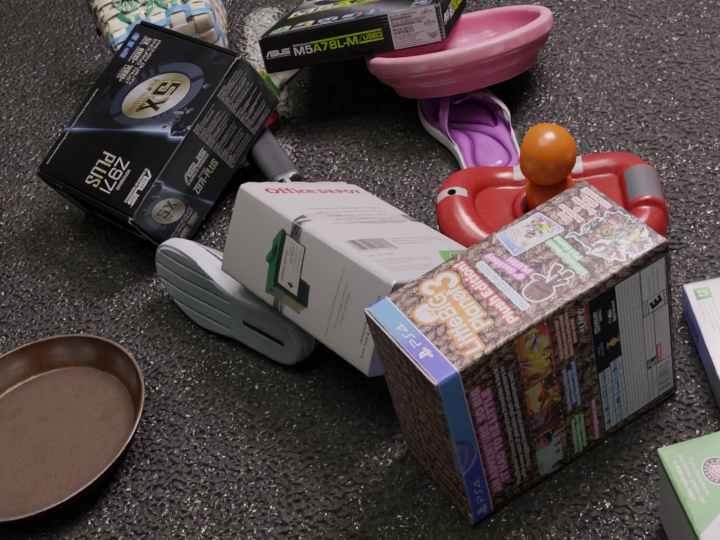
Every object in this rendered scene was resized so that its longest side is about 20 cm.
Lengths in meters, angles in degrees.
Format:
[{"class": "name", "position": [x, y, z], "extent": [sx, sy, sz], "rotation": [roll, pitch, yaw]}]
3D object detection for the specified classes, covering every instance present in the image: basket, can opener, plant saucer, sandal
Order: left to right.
[{"class": "plant saucer", "position": [-0.276, 0.139, 0.982], "extent": [0.199, 0.035, 0.201], "rotation": [-9, 43, 8]}, {"class": "basket", "position": [-0.243, -0.327, 1.385], "extent": [0.175, 0.140, 0.201], "rotation": [-21, 52, -3]}, {"class": "can opener", "position": [-0.089, -0.077, 1.135], "extent": [0.066, 0.054, 0.200], "rotation": [-25, 42, -10]}, {"class": "plant saucer", "position": [0.106, -0.227, 1.196], "extent": [0.199, 0.051, 0.201], "rotation": [-14, 20, 5]}, {"class": "sandal", "position": [0.115, -0.152, 1.151], "extent": [0.082, 0.050, 0.203], "rotation": [-21, 42, -6]}]

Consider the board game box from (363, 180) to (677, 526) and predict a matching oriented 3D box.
[{"class": "board game box", "position": [0.124, 0.060, 0.842], "extent": [0.199, 0.160, 0.097], "rotation": [-30, 42, -14]}]

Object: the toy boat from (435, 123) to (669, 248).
[{"class": "toy boat", "position": [0.162, -0.069, 0.987], "extent": [0.198, 0.131, 0.131], "rotation": [-8, 42, 10]}]

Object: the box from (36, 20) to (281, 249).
[{"class": "box", "position": [-0.207, -0.137, 1.164], "extent": [0.163, 0.086, 0.201], "rotation": [25, 78, 36]}]

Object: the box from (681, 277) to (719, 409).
[{"class": "box", "position": [0.362, 0.051, 0.868], "extent": [0.198, 0.036, 0.145], "rotation": [-12, 42, 7]}]

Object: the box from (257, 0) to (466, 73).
[{"class": "box", "position": [0.008, -0.273, 1.243], "extent": [0.198, 0.048, 0.193], "rotation": [-7, 24, 16]}]

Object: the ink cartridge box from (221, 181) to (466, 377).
[{"class": "ink cartridge box", "position": [0.000, 0.000, 0.955], "extent": [0.145, 0.085, 0.200], "rotation": [-3, 26, -44]}]

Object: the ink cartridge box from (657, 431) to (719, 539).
[{"class": "ink cartridge box", "position": [0.309, 0.164, 0.726], "extent": [0.198, 0.088, 0.146], "rotation": [-14, 41, 0]}]

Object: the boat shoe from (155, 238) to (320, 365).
[{"class": "boat shoe", "position": [-0.105, 0.023, 1.035], "extent": [0.199, 0.072, 0.062], "rotation": [30, 40, 31]}]

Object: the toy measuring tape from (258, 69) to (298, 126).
[{"class": "toy measuring tape", "position": [-0.100, -0.206, 1.264], "extent": [0.073, 0.074, 0.200], "rotation": [17, 47, 32]}]
